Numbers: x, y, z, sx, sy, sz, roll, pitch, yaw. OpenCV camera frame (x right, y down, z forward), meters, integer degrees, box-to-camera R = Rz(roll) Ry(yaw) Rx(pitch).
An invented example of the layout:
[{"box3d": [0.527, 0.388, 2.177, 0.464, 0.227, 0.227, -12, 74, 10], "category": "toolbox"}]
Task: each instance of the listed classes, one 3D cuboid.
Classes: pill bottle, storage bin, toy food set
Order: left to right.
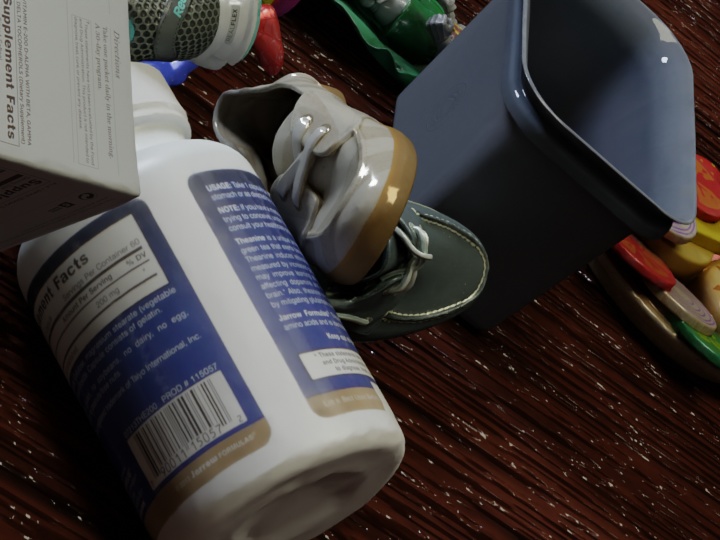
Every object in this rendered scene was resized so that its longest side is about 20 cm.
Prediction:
[{"box3d": [-0.074, 0.017, 1.184, 0.111, 0.111, 0.200, 1, 54, -56], "category": "pill bottle"}, {"box3d": [0.093, -0.063, 1.513, 0.146, 0.134, 0.200, 39, 29, -19], "category": "storage bin"}, {"box3d": [0.192, -0.012, 1.694, 0.198, 0.049, 0.200, 22, 38, -43], "category": "toy food set"}]

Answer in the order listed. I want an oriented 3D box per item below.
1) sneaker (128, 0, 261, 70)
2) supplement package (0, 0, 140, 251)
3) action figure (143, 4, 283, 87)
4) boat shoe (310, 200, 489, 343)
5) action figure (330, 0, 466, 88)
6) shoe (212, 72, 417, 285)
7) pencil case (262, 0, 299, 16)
[{"box3d": [-0.143, -0.139, 1.251, 0.200, 0.078, 0.091, 21, 24, 28], "category": "sneaker"}, {"box3d": [-0.178, -0.110, 1.076, 0.111, 0.156, 0.200, 16, 63, -46], "category": "supplement package"}, {"box3d": [-0.118, -0.080, 1.290, 0.200, 0.065, 0.052, -20, 113, -48], "category": "action figure"}, {"box3d": [0.000, 0.000, 1.342, 0.200, 0.062, 0.073, 7, 93, -47], "category": "boat shoe"}, {"box3d": [0.030, -0.141, 1.614, 0.200, 0.055, 0.118, 39, 25, -28], "category": "action figure"}, {"box3d": [-0.024, -0.044, 1.226, 0.053, 0.070, 0.200, 21, 9, -16], "category": "shoe"}, {"box3d": [-0.099, -0.158, 1.406, 0.088, 0.088, 0.200, 56, 26, 12], "category": "pencil case"}]
